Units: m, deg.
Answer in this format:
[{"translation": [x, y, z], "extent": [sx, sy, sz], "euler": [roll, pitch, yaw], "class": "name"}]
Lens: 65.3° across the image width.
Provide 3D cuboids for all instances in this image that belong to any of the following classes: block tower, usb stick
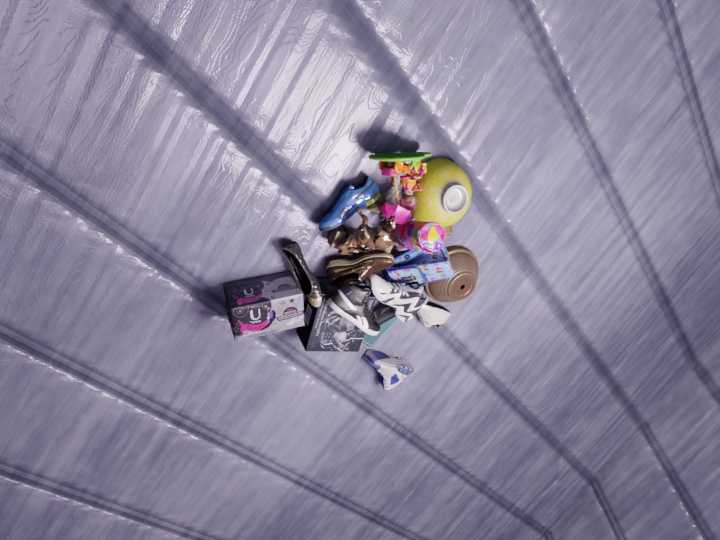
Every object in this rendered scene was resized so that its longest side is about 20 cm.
[{"translation": [0.003, -0.083, 1.618], "extent": [0.198, 0.054, 0.058], "euler": [12, 115, -31], "class": "block tower"}, {"translation": [0.108, 0.116, 1.768], "extent": [0.199, 0.056, 0.033], "euler": [-30, 159, 12], "class": "usb stick"}]

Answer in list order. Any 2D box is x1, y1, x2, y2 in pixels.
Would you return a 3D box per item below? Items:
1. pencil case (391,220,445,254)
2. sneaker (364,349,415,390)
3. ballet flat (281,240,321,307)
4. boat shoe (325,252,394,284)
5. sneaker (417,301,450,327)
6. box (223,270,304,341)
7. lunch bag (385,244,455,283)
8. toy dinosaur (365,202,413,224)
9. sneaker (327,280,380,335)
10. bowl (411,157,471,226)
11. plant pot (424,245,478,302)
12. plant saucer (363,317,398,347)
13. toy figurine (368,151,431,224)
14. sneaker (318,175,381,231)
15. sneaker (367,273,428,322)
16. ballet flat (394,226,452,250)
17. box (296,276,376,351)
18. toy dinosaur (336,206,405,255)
[{"translation": [0.150, -0.095, 1.536], "extent": [0.087, 0.200, 0.090], "euler": [-3, 97, -21], "class": "pencil case"}, {"translation": [0.088, 0.350, 1.910], "extent": [0.198, 0.081, 0.116], "euler": [23, 106, -36], "class": "sneaker"}, {"translation": [-0.166, 0.014, 1.555], "extent": [0.057, 0.066, 0.202], "euler": [-36, 103, -49], "class": "ballet flat"}, {"translation": [0.001, 0.003, 1.620], "extent": [0.200, 0.076, 0.075], "euler": [-10, 156, 7], "class": "boat shoe"}, {"translation": [0.211, 0.143, 1.841], "extent": [0.199, 0.073, 0.085], "euler": [24, 103, -35], "class": "sneaker"}, {"translation": [-0.266, 0.095, 1.554], "extent": [0.198, 0.132, 0.116], "euler": [-12, 124, -18], "class": "box"}, {"translation": [0.170, -0.013, 1.695], "extent": [0.198, 0.095, 0.151], "euler": [-19, 157, 12], "class": "lunch bag"}, {"translation": [0.090, -0.146, 1.627], "extent": [0.198, 0.047, 0.089], "euler": [7, 110, -32], "class": "toy dinosaur"}, {"translation": [0.012, 0.102, 1.596], "extent": [0.199, 0.073, 0.112], "euler": [35, 101, -35], "class": "sneaker"}, {"translation": [0.242, -0.211, 1.590], "extent": [0.198, 0.108, 0.203], "euler": [-7, 109, -20], "class": "bowl"}, {"translation": [0.305, 0.030, 1.806], "extent": [0.199, 0.093, 0.203], "euler": [-11, 123, -17], "class": "plant pot"}, {"translation": [0.080, 0.169, 1.834], "extent": [0.200, 0.019, 0.070], "euler": [-47, 127, 9], "class": "plant saucer"}, {"translation": [0.114, -0.219, 1.512], "extent": [0.199, 0.149, 0.186], "euler": [-18, 113, -44], "class": "toy figurine"}, {"translation": [-0.041, -0.185, 1.535], "extent": [0.199, 0.066, 0.079], "euler": [-34, 115, -2], "class": "sneaker"}, {"translation": [0.123, 0.055, 1.667], "extent": [0.129, 0.080, 0.199], "euler": [-36, 111, 19], "class": "sneaker"}, {"translation": [0.186, -0.119, 1.677], "extent": [0.198, 0.068, 0.073], "euler": [-16, 116, -18], "class": "ballet flat"}, {"translation": [-0.074, 0.133, 1.685], "extent": [0.180, 0.104, 0.202], "euler": [4, 118, -28], "class": "box"}, {"translation": [0.037, -0.085, 1.511], "extent": [0.198, 0.086, 0.136], "euler": [13, 143, 17], "class": "toy dinosaur"}]
